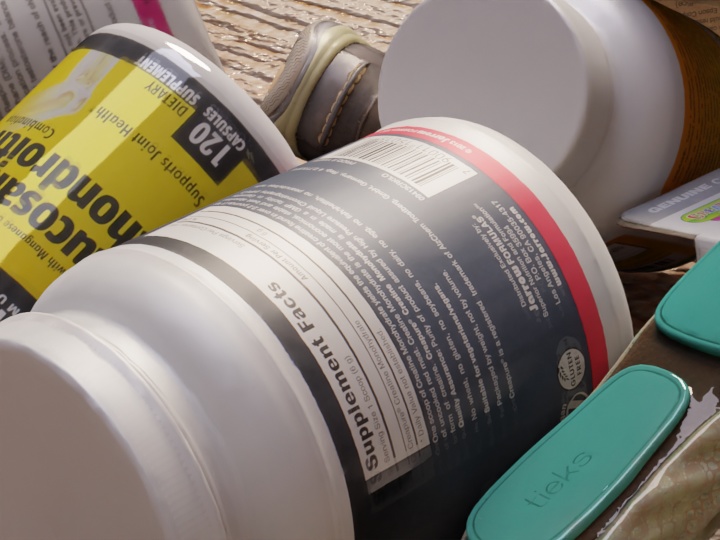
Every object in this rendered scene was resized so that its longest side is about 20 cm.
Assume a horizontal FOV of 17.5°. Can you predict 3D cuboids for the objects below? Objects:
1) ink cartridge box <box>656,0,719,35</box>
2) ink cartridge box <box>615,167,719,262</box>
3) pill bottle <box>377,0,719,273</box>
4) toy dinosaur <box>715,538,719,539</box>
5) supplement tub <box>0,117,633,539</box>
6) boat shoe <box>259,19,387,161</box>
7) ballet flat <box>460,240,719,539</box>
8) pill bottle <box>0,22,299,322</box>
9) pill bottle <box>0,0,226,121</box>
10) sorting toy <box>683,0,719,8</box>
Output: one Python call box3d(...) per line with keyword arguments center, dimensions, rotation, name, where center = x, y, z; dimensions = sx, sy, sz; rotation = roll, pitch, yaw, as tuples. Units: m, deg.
box3d(center=(0.166, -0.151, 1.258), dimensions=(0.163, 0.076, 0.200), rotation=(-10, 23, -2), name="ink cartridge box")
box3d(center=(0.221, 0.002, 0.848), dimensions=(0.199, 0.085, 0.175), rotation=(-22, 25, -33), name="ink cartridge box")
box3d(center=(0.083, -0.059, 0.914), dimensions=(0.110, 0.112, 0.200), rotation=(3, -1, 24), name="pill bottle")
box3d(center=(0.162, 0.105, 0.670), dimensions=(0.199, 0.048, 0.088), rotation=(18, 26, 41), name="toy dinosaur")
box3d(center=(-0.021, 0.043, 0.750), dimensions=(0.199, 0.142, 0.140), rotation=(-26, 28, -38), name="supplement tub")
box3d(center=(0.023, -0.058, 1.052), dimensions=(0.073, 0.075, 0.200), rotation=(32, 12, 20), name="boat shoe")
box3d(center=(0.110, 0.044, 0.734), dimensions=(0.200, 0.063, 0.067), rotation=(-41, 36, -14), name="ballet flat")
box3d(center=(-0.116, 0.016, 0.828), dimensions=(0.112, 0.112, 0.200), rotation=(17, 58, 47), name="pill bottle")
box3d(center=(-0.158, -0.069, 0.972), dimensions=(0.199, 0.114, 0.113), rotation=(-24, 23, -1), name="pill bottle")
box3d(center=(0.187, -0.133, 0.894), dimensions=(0.199, 0.037, 0.184), rotation=(-13, -11, 43), name="sorting toy")
